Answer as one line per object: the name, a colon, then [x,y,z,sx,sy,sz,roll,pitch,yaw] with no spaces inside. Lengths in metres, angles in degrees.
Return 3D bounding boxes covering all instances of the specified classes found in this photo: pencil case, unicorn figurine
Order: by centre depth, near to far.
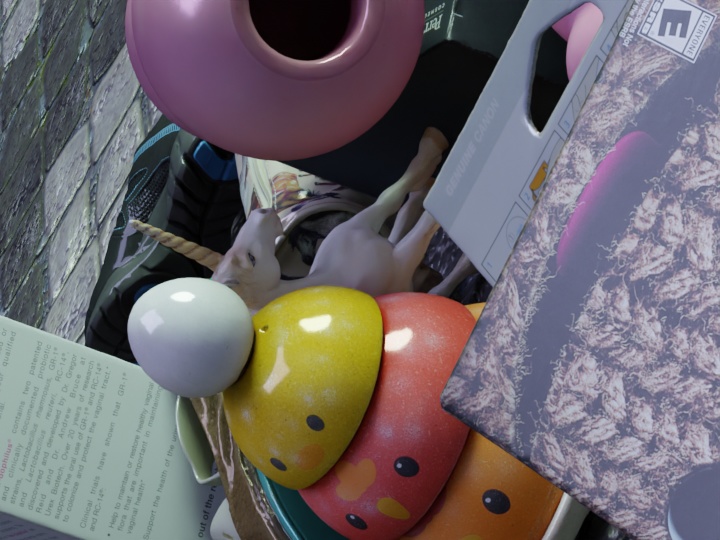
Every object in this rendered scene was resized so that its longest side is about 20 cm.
unicorn figurine: [0.000,0.000,1.166,0.074,0.200,0.137,33,73,33]
pencil case: [-0.032,-0.050,1.375,0.078,0.089,0.200,-60,24,27]

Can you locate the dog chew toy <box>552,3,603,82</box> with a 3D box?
dog chew toy: [0.121,-0.141,1.069,0.125,0.124,0.200,-39,44,51]

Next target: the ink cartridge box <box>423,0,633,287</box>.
ink cartridge box: [0.120,-0.036,0.932,0.174,0.044,0.200,53,134,30]

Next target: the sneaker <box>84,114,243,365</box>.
sneaker: [-0.111,-0.027,1.542,0.200,0.073,0.082,-60,33,24]

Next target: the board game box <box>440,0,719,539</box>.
board game box: [0.150,0.023,0.771,0.200,0.097,0.160,32,102,39]

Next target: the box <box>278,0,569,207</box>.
box: [0.053,-0.144,1.240,0.200,0.104,0.182,-25,49,60]

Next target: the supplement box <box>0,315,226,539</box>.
supplement box: [-0.148,0.102,1.360,0.101,0.200,0.104,-19,54,62]

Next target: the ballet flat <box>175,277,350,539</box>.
ballet flat: [-0.055,0.093,1.286,0.072,0.068,0.200,-49,51,30]

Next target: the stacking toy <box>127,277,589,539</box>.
stacking toy: [-0.009,0.055,1.079,0.146,0.200,0.146,-50,29,41]

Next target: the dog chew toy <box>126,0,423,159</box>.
dog chew toy: [-0.048,-0.109,1.144,0.200,0.124,0.125,176,113,-74]
